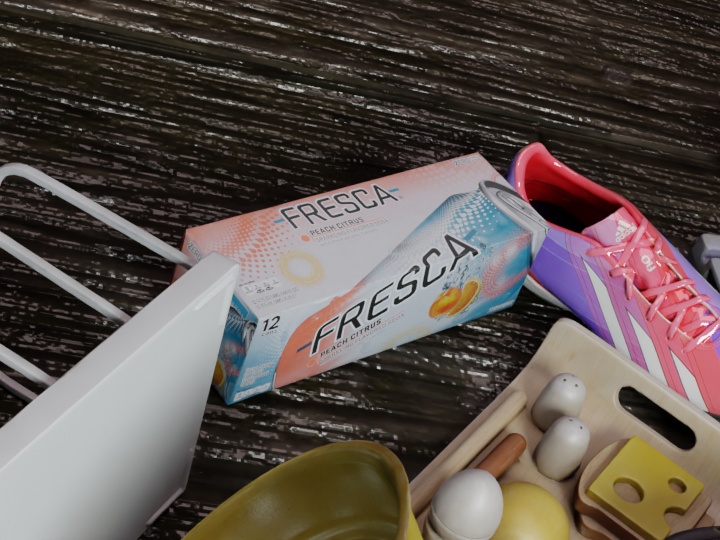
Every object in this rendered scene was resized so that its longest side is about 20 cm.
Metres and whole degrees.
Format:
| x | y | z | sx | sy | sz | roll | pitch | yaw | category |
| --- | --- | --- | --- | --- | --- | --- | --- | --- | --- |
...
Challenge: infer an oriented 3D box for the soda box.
| x | y | z | sx | sy | sz | roll | pitch | yaw | category |
| --- | --- | --- | --- | --- | --- | --- | --- | --- | --- |
| 0.000 | 0.000 | 0.829 | 0.200 | 0.064 | 0.068 | -18 | 54 | -36 | soda box |

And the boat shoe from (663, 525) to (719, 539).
| x | y | z | sx | sy | sz | roll | pitch | yaw | category |
| --- | --- | --- | --- | --- | --- | --- | --- | --- | --- |
| 0.211 | 0.147 | 0.733 | 0.200 | 0.072 | 0.065 | 13 | 20 | -39 | boat shoe |

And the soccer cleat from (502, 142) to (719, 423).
| x | y | z | sx | sy | sz | roll | pitch | yaw | category |
| --- | --- | --- | --- | --- | --- | --- | --- | --- | --- |
| 0.150 | 0.008 | 0.863 | 0.068 | 0.073 | 0.200 | -37 | 61 | -26 | soccer cleat |

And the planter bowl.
| x | y | z | sx | sy | sz | roll | pitch | yaw | category |
| --- | --- | --- | --- | --- | --- | --- | --- | --- | --- |
| -0.031 | 0.164 | 0.575 | 0.083 | 0.200 | 0.201 | 45 | 36 | -18 | planter bowl |

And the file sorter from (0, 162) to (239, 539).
| x | y | z | sx | sy | sz | roll | pitch | yaw | category |
| --- | --- | --- | --- | --- | --- | --- | --- | --- | --- |
| -0.162 | 0.066 | 0.629 | 0.124 | 0.139 | 0.200 | 30 | 41 | 15 | file sorter |

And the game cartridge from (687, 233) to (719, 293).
| x | y | z | sx | sy | sz | roll | pitch | yaw | category |
| --- | --- | --- | --- | --- | --- | --- | --- | --- | --- |
| 0.267 | 0.064 | 0.902 | 0.129 | 0.038 | 0.200 | 12 | 41 | -18 | game cartridge |

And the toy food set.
| x | y | z | sx | sy | sz | roll | pitch | yaw | category |
| --- | --- | --- | --- | --- | --- | --- | --- | --- | --- |
| 0.104 | 0.110 | 0.756 | 0.143 | 0.061 | 0.200 | 36 | 42 | 16 | toy food set |
